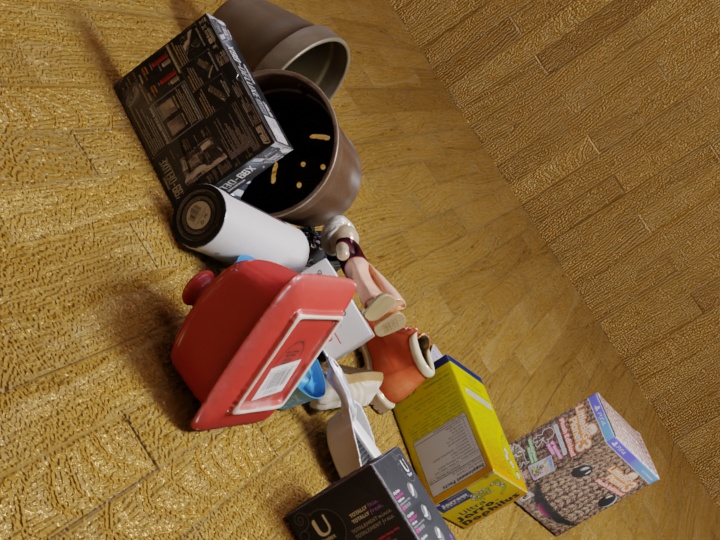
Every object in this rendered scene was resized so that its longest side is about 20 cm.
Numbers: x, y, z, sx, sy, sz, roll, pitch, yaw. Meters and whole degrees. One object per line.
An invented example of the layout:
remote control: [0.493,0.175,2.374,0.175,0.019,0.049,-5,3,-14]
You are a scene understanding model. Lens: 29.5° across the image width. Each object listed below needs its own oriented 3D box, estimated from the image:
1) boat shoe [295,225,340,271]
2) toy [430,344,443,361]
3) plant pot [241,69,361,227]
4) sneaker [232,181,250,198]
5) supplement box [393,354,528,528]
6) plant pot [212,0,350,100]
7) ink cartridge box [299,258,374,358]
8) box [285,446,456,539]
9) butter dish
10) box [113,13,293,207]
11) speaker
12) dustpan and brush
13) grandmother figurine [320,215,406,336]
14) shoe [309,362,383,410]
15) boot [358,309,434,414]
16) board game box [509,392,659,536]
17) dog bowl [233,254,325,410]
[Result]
boat shoe: [-0.073,-0.032,1.903,0.200,0.066,0.070,26,34,-59]
toy: [0.154,0.184,2.173,0.115,0.047,0.200,56,17,-8]
plant pot: [-0.096,-0.151,1.873,0.200,0.200,0.198,61,10,15]
sneaker: [-0.215,-0.161,1.769,0.200,0.109,0.070,30,9,23]
supplement box: [0.134,0.239,1.914,0.109,0.109,0.200,36,27,-49]
plant pot: [-0.144,-0.323,2.075,0.174,0.200,0.200,45,13,18]
ink cartridge box: [-0.039,0.052,1.758,0.117,0.067,0.200,58,1,3]
box: [0.032,0.310,1.475,0.200,0.122,0.106,59,17,6]
butter dish: [-0.127,0.056,1.457,0.148,0.200,0.200,37,10,17]
box: [-0.197,-0.191,1.696,0.200,0.158,0.050,61,18,17]
speaker: [-0.145,-0.042,1.701,0.200,0.081,0.081,26,35,-58]
dustpan and brush: [-0.010,0.189,1.637,0.200,0.057,0.140,59,15,-23]
grandmother figurine: [0.000,0.000,1.794,0.121,0.061,0.200,71,-7,-46]
shoe: [-0.023,0.149,1.753,0.200,0.070,0.053,14,88,-72]
boot: [0.052,0.107,1.936,0.075,0.107,0.200,44,20,-32]
board game box: [0.351,0.316,2.214,0.159,0.200,0.097,41,22,-40]
dog bowl: [-0.112,0.077,1.630,0.111,0.050,0.200,22,38,-62]
